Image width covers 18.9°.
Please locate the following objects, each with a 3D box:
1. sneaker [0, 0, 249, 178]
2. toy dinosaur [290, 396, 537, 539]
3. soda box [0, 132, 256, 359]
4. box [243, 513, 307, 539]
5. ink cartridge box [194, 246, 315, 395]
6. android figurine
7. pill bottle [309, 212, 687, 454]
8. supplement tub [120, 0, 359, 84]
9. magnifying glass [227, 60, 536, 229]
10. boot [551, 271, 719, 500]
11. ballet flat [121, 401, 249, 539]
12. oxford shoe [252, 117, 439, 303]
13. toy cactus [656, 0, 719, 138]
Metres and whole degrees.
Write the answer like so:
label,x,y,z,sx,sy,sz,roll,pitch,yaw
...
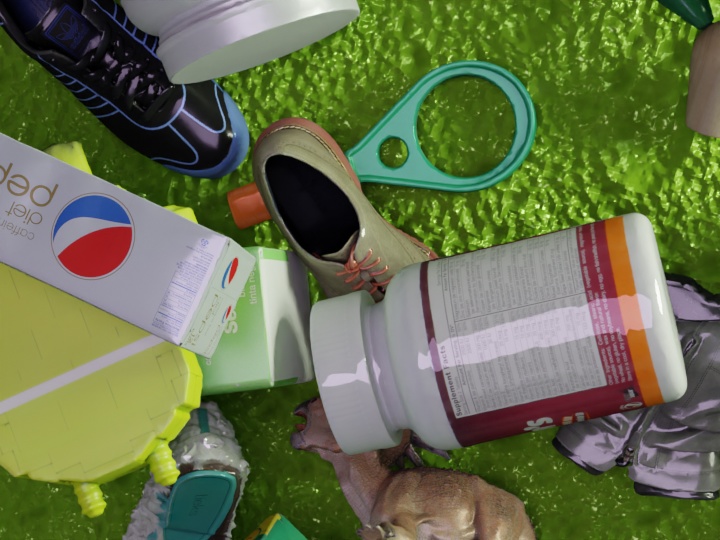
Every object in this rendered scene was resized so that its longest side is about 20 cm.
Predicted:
label,x,y,z,sx,sy,sz,roll,pitch,yaw
sneaker,-0.157,-0.128,1.332,0.200,0.078,0.070,38,96,6
toy dinosaur,0.052,0.146,1.310,0.199,0.136,0.086,31,138,-14
soda box,-0.161,-0.023,1.159,0.199,0.068,0.064,25,87,13
box,-0.078,0.245,1.303,0.117,0.048,0.200,45,123,-5
ink cartridge box,-0.138,0.036,1.297,0.198,0.145,0.085,-5,88,8
android figurine,-0.162,0.035,1.206,0.181,0.041,0.201,-25,80,6
pill bottle,0.078,0.041,1.231,0.199,0.110,0.110,-13,89,10
supplement tub,-0.091,-0.227,1.286,0.145,0.145,0.201,-21,88,8
magnifying glass,0.013,-0.070,1.338,0.199,0.022,0.080,-19,89,7
boot,0.221,0.077,1.292,0.199,0.068,0.132,12,97,16
ballet flat,-0.110,0.151,1.313,0.072,0.072,0.201,32,134,7
oxford shoe,0.000,0.000,1.302,0.070,0.075,0.200,-41,97,13
toy cactus,0.226,-0.164,1.279,0.199,0.102,0.166,16,112,6
